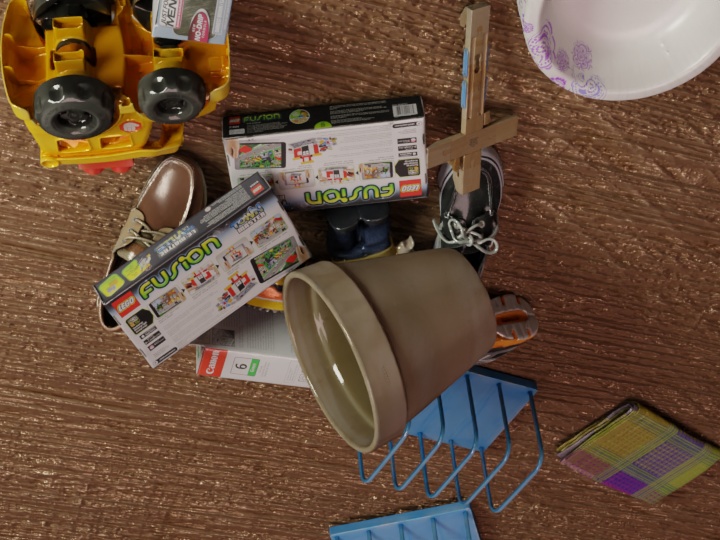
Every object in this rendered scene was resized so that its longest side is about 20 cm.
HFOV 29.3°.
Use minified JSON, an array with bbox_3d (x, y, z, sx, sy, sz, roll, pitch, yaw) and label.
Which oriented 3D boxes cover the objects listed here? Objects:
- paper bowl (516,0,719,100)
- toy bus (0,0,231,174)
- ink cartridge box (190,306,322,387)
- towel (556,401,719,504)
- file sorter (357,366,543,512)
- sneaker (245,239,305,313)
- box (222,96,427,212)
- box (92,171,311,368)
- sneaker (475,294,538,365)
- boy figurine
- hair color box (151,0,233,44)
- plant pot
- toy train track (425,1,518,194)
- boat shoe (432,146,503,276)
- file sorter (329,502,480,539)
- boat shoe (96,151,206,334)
[{"bbox_3d":[0.237,-0.259,1.230,0.199,0.105,0.202,-4,137,-4],"label":"paper bowl"},{"bbox_3d":[-0.215,-0.161,1.276,0.198,0.137,0.192,-6,150,-4],"label":"toy bus"},{"bbox_3d":[-0.144,0.064,1.524,0.198,0.110,0.051,7,135,-13],"label":"ink cartridge box"},{"bbox_3d":[0.373,0.243,1.838,0.199,0.023,0.144,27,127,-31],"label":"towel"},{"bbox_3d":[0.107,0.201,1.690,0.199,0.123,0.139,16,132,-21],"label":"file sorter"},{"bbox_3d":[-0.154,-0.021,1.477,0.199,0.070,0.091,16,99,-5],"label":"sneaker"},{"bbox_3d":[-0.034,-0.114,1.392,0.198,0.035,0.111,-6,137,-1],"label":"box"},{"bbox_3d":[-0.155,0.000,1.379,0.199,0.035,0.110,-35,134,-6],"label":"box"},{"bbox_3d":[0.109,0.079,1.571,0.199,0.079,0.077,-2,152,-32],"label":"sneaker"},{"bbox_3d":[0.000,0.000,1.507,0.123,0.065,0.201,-13,135,-6],"label":"boy figurine"},{"bbox_3d":[-0.130,-0.282,1.093,0.060,0.201,0.099,5,136,-12],"label":"hair color box"},{"bbox_3d":[0.039,0.061,1.418,0.173,0.200,0.201,-24,140,-18],"label":"plant pot"},{"bbox_3d":[0.103,-0.169,1.349,0.114,0.033,0.201,-22,131,-28],"label":"toy train track"},{"bbox_3d":[0.112,-0.045,1.468,0.073,0.068,0.200,4,136,-11],"label":"boat shoe"},{"bbox_3d":[0.073,0.425,1.914,0.198,0.123,0.139,-12,137,6],"label":"file sorter"},{"bbox_3d":[-0.213,-0.022,1.401,0.075,0.072,0.201,22,102,4],"label":"boat shoe"}]
